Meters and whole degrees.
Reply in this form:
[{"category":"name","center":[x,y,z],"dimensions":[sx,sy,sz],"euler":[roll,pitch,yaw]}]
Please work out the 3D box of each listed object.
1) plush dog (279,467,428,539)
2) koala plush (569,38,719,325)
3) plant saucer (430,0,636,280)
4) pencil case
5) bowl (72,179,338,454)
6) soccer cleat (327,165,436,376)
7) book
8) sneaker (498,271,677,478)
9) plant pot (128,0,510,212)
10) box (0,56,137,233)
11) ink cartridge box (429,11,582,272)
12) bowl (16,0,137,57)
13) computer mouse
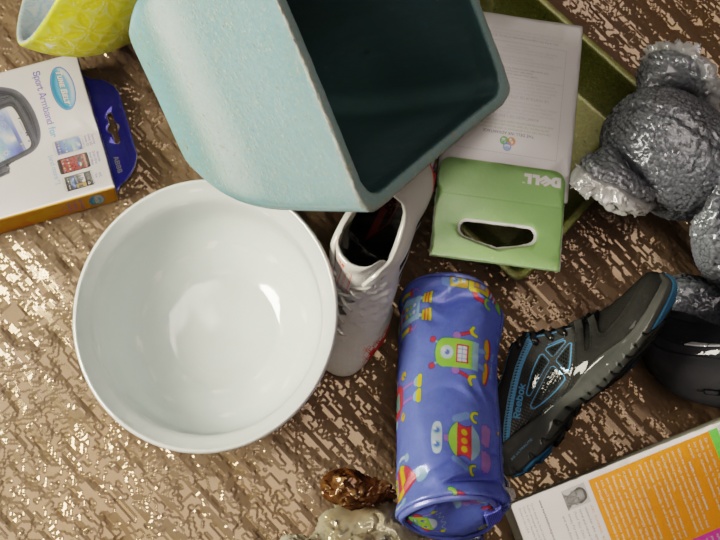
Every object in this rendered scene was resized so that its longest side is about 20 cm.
[{"category":"plush dog","center":[-0.017,0.242,0.966],"dimensions":[0.171,0.160,0.201],"euler":[-35,110,-26]},{"category":"koala plush","center":[0.268,-0.070,1.017],"dimensions":[0.199,0.184,0.178],"euler":[38,75,-4]},{"category":"plant saucer","center":[0.117,-0.122,1.094],"dimensions":[0.200,0.048,0.200],"euler":[42,77,5]},{"category":"pencil case","center":[0.069,0.101,0.983],"dimensions":[0.086,0.078,0.202],"euler":[0,57,1]},{"category":"bowl","center":[-0.110,0.040,1.001],"dimensions":[0.199,0.090,0.203],"euler":[-1,77,5]},{"category":"soccer cleat","center":[0.000,0.000,0.994],"dimensions":[0.068,0.085,0.201],"euler":[28,118,12]},{"category":"book","center":[0.227,0.209,1.030],"dimensions":[0.198,0.048,0.135],"euler":[-19,82,-9]},{"category":"sneaker","center":[0.157,0.067,1.013],"dimensions":[0.200,0.073,0.082],"euler":[-47,73,13]},{"category":"plant pot","center":[-0.048,-0.159,0.947],"dimensions":[0.196,0.199,0.197],"euler":[-41,114,-41]},{"category":"box","center":[-0.282,-0.094,1.050],"dimensions":[0.198,0.041,0.120],"euler":[-18,79,-8]},{"category":"ink cartridge box","center":[0.110,-0.096,1.031],"dimensions":[0.103,0.059,0.202],"euler":[8,76,-3]},{"category":"bowl","center":[-0.180,-0.248,1.036],"dimensions":[0.107,0.200,0.202],"euler":[21,74,-25]},{"category":"computer mouse","center":[0.283,0.063,0.987],"dimensions":[0.199,0.141,0.046],"euler":[20,56,33]}]
